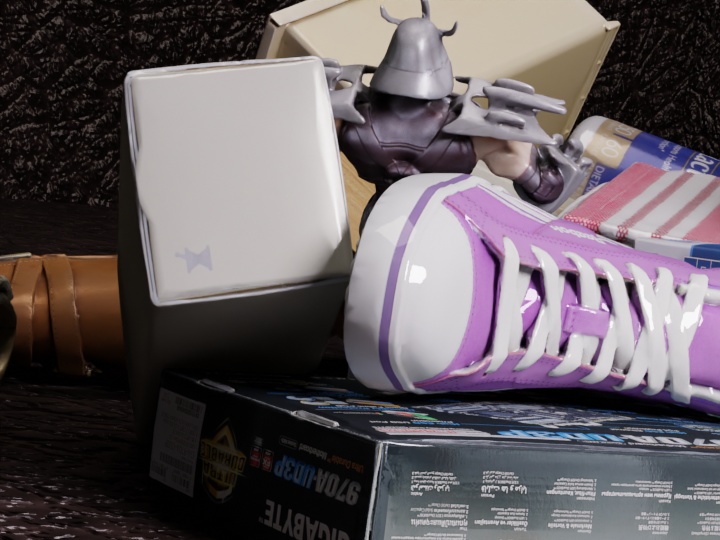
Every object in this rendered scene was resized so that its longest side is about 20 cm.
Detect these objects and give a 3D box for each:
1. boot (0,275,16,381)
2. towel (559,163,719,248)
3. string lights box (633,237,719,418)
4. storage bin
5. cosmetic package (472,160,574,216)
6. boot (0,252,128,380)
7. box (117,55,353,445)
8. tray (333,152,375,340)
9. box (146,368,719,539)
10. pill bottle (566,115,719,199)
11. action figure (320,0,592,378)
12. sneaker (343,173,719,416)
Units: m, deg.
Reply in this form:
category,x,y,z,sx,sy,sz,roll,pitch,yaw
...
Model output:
category,x,y,z,sx,sy,sz,roll,pitch,yaw
boot,-0.213,0.019,0.850,0.153,0.073,0.200,5,8,-5
towel,0.193,-0.007,0.968,0.198,0.030,0.146,12,17,19
string lights box,0.196,0.050,0.806,0.199,0.104,0.059,8,3,37
storage bin,0.024,-0.072,1.227,0.199,0.199,0.094,-27,62,-39
cosmetic package,0.116,0.009,1.100,0.199,0.074,0.104,27,7,5
boot,-0.113,0.024,0.995,0.153,0.074,0.200,5,-7,-17
box,-0.050,-0.001,0.767,0.068,0.083,0.200,-6,-15,-9
tray,0.000,0.000,1.023,0.098,0.037,0.200,10,-29,50
box,0.050,0.068,0.708,0.198,0.046,0.159,5,3,-29
pill bottle,0.206,-0.006,1.273,0.199,0.117,0.116,22,7,14
action figure,0.022,-0.020,0.840,0.129,0.201,0.069,14,41,20
sneaker,0.078,0.012,0.713,0.113,0.073,0.200,11,4,28
